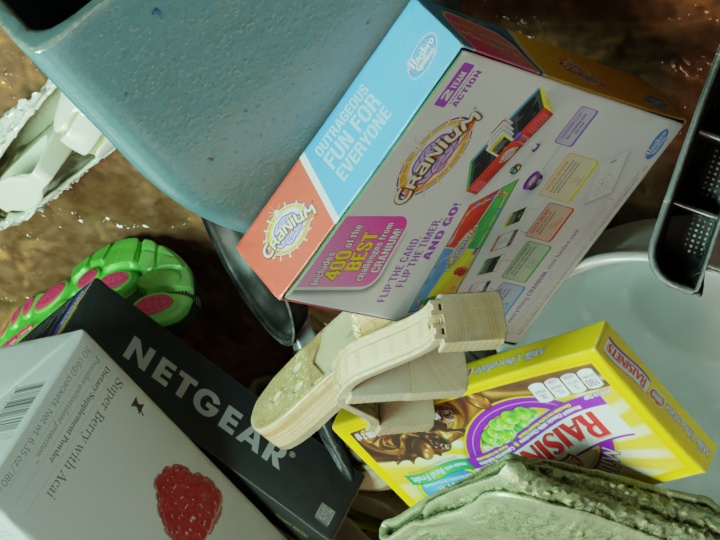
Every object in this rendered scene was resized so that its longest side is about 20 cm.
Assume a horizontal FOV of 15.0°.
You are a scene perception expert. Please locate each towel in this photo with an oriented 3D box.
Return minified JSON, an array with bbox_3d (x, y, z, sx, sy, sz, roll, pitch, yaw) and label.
[{"bbox_3d":[0.125,0.150,1.502,0.200,0.036,0.148,16,155,-23],"label":"towel"}]

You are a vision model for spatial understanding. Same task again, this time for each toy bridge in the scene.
[{"bbox_3d":[0.020,0.052,1.385,0.067,0.027,0.200,-4,164,-11],"label":"toy bridge"}]

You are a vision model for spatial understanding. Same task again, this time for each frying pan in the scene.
[{"bbox_3d":[-0.042,0.019,1.541,0.190,0.031,0.115,56,165,18],"label":"frying pan"}]

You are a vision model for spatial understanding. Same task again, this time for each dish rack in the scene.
[{"bbox_3d":[0.256,-0.038,1.343,0.200,0.055,0.153,20,97,5],"label":"dish rack"}]

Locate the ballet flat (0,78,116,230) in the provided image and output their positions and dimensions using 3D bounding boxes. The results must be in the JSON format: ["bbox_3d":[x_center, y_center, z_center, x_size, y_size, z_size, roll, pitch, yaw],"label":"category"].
[{"bbox_3d":[-0.160,-0.078,1.543,0.072,0.072,0.200,38,136,-14],"label":"ballet flat"}]

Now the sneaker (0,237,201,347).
[{"bbox_3d":[-0.149,0.040,1.659,0.084,0.077,0.200,37,147,-22],"label":"sneaker"}]

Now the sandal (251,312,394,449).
[{"bbox_3d":[0.001,0.002,1.470,0.070,0.078,0.212,38,104,-21],"label":"sandal"}]

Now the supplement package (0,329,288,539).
[{"bbox_3d":[-0.153,0.147,1.528,0.120,0.121,0.200,-12,129,45],"label":"supplement package"}]

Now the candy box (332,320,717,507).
[{"bbox_3d":[0.087,0.090,1.491,0.200,0.026,0.102,-20,125,43],"label":"candy box"}]

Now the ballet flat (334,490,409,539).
[{"bbox_3d":[0.035,0.153,1.682,0.200,0.067,0.067,18,134,7],"label":"ballet flat"}]

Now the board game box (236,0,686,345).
[{"bbox_3d":[0.053,-0.043,1.336,0.153,0.200,0.040,-54,56,17],"label":"board game box"}]

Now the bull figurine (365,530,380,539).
[{"bbox_3d":[-0.002,0.206,1.666,0.121,0.200,0.065,14,100,16],"label":"bull figurine"}]

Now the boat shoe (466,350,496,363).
[{"bbox_3d":[0.094,0.080,1.581,0.076,0.072,0.200,-37,105,30],"label":"boat shoe"}]

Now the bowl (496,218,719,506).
[{"bbox_3d":[0.181,0.039,1.483,0.201,0.090,0.201,14,137,13],"label":"bowl"}]

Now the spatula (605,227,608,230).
[{"bbox_3d":[0.039,-0.040,1.521,0.200,0.021,0.057,12,133,13],"label":"spatula"}]

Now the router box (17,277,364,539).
[{"bbox_3d":[-0.120,0.106,1.607,0.200,0.052,0.157,37,145,-12],"label":"router box"}]

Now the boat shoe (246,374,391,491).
[{"bbox_3d":[-0.045,0.089,1.637,0.200,0.072,0.072,0,135,46],"label":"boat shoe"}]

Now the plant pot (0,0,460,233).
[{"bbox_3d":[-0.066,-0.133,1.313,0.196,0.196,0.200,45,172,50],"label":"plant pot"}]
